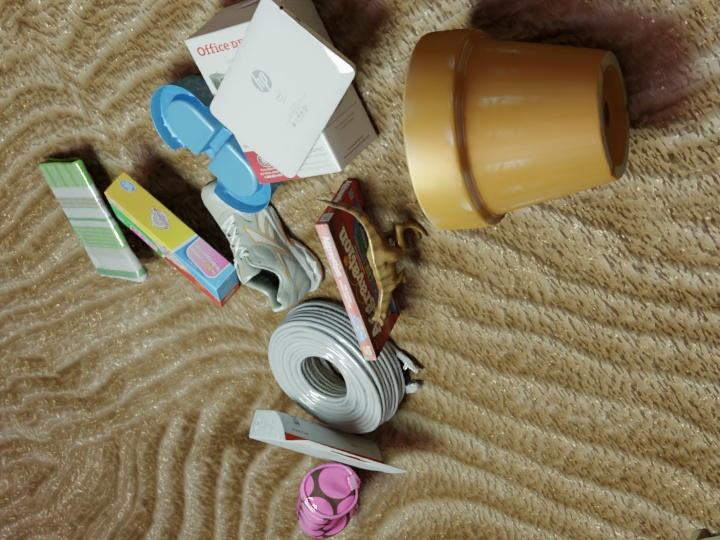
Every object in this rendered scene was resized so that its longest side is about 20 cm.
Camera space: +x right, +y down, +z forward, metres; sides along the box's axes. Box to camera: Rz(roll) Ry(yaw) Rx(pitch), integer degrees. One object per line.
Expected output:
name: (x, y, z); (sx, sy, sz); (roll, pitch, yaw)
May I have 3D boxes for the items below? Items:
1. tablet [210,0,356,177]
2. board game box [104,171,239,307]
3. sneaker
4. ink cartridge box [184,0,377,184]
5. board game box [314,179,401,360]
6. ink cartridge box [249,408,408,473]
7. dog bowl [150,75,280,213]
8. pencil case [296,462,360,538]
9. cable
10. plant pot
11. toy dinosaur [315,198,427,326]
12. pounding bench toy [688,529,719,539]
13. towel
tablet: (-0.090, -0.199, 1.497); (0.130, 0.014, 0.200); (40, 139, 3)
board game box: (-0.254, -0.040, 1.844); (0.200, 0.040, 0.153); (40, 170, 5)
sneaker: (-0.141, -0.033, 1.762); (0.200, 0.092, 0.076); (45, 140, -1)
ink cartridge box: (-0.092, -0.211, 1.565); (0.147, 0.083, 0.200); (-6, 120, 44)
board game box: (0.000, 0.000, 1.659); (0.019, 0.103, 0.200); (-3, 123, 27)
ink cartridge box: (-0.042, 0.232, 1.851); (0.160, 0.047, 0.200); (21, 166, -24)
dog bowl: (-0.176, -0.164, 1.710); (0.200, 0.050, 0.111); (46, 141, -2)
pencil case: (-0.044, 0.332, 1.961); (0.200, 0.093, 0.091); (104, 158, -73)
cable: (-0.034, 0.135, 1.838); (0.200, 0.069, 0.200); (42, 142, 2)
plant pot: (0.162, -0.144, 1.334); (0.183, 0.200, 0.201); (-2, 124, 24)
toy dinosaur: (0.026, -0.025, 1.611); (0.060, 0.106, 0.200); (8, 129, 37)
pounding bench toy: (0.474, 0.413, 1.599); (0.200, 0.124, 0.156); (52, 141, -10)
towel: (-0.386, -0.077, 1.970); (0.149, 0.031, 0.200); (6, 127, 54)
